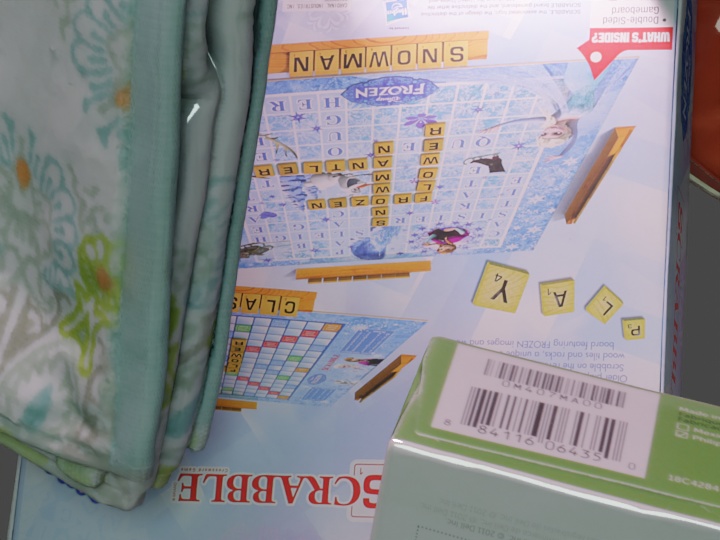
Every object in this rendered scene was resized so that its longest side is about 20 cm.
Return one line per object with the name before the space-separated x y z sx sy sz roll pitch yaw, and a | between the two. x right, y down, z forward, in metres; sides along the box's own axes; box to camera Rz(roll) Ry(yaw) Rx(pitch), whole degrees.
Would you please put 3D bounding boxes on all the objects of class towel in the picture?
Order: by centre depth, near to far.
towel | -0.105 -0.050 0.765 0.170 0.048 0.201 25 118 31

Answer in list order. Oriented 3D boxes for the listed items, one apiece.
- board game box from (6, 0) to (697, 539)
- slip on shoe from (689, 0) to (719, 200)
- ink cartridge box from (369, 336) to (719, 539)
board game box | 0.000 0.000 0.821 0.198 0.041 0.201 1 72 15
slip on shoe | 0.166 -0.036 0.840 0.199 0.061 0.074 30 90 9
ink cartridge box | 0.047 0.126 0.744 0.103 0.059 0.201 14 119 6
